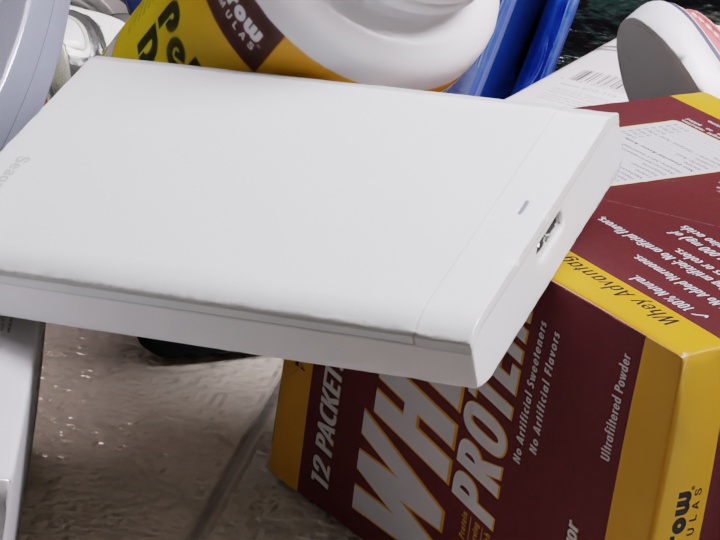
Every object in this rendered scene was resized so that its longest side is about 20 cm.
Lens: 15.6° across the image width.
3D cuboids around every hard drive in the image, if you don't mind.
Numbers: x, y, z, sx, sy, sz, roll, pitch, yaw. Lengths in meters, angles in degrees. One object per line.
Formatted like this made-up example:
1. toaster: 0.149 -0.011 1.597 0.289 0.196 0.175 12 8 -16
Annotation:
1. hard drive: -0.030 -0.021 0.869 0.199 0.026 0.132 8 38 24

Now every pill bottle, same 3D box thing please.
1. pill bottle: -0.022 -0.089 0.982 0.109 0.200 0.110 17 53 -24

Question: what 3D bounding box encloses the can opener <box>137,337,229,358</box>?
1. can opener: 0.000 0.000 1.093 0.199 0.064 0.079 -3 25 -28

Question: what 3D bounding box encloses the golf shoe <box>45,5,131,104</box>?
1. golf shoe: -0.181 -0.094 1.206 0.092 0.073 0.200 -33 31 -35

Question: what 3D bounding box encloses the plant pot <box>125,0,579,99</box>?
1. plant pot: 0.008 -0.159 1.236 0.179 0.201 0.200 20 6 10

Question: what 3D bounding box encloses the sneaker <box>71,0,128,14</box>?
1. sneaker: -0.159 -0.156 1.299 0.199 0.080 0.130 39 15 15

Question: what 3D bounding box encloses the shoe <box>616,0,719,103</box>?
1. shoe: 0.193 -0.040 1.094 0.091 0.200 0.071 -33 -1 -18

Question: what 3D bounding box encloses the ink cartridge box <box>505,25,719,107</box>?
1. ink cartridge box: 0.164 -0.048 1.247 0.146 0.083 0.200 17 24 23

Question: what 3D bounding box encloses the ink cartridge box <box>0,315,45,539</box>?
1. ink cartridge box: -0.196 0.052 0.860 0.175 0.084 0.200 7 21 -5

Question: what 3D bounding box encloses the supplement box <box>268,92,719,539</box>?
1. supplement box: 0.108 0.037 0.943 0.200 0.133 0.197 -9 28 -37

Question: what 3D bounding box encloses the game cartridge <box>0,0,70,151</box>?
1. game cartridge: -0.192 -0.087 1.098 0.133 0.041 0.200 -3 56 25
